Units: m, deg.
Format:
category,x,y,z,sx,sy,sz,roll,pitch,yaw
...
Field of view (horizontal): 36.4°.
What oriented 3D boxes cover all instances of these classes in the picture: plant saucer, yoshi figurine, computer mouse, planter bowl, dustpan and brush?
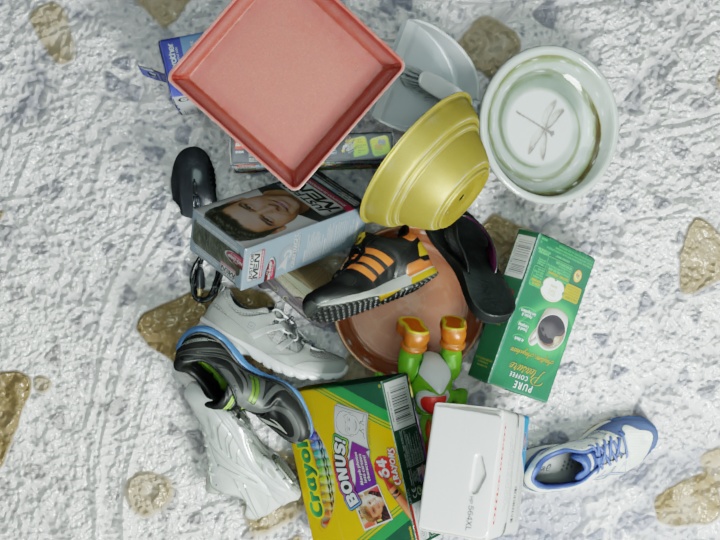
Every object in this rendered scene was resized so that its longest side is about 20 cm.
category,x,y,z,sx,sy,sz,roll,pitch,yaw
plant saucer,0.234,-0.185,1.407,0.199,0.050,0.201,-1,94,-20
yoshi figurine,0.082,0.153,1.370,0.112,0.112,0.201,14,110,35
computer mouse,-0.207,-0.059,1.396,0.058,0.034,0.201,-7,90,-5
planter bowl,0.096,-0.110,1.322,0.083,0.200,0.200,42,87,15
dustpan and brush,0.123,-0.221,1.405,0.200,0.057,0.140,21,89,-33
plant saucer,-0.085,-0.230,1.272,0.200,0.037,0.200,41,90,-9
plant saucer,0.062,0.042,1.415,0.200,0.032,0.201,0,90,-4

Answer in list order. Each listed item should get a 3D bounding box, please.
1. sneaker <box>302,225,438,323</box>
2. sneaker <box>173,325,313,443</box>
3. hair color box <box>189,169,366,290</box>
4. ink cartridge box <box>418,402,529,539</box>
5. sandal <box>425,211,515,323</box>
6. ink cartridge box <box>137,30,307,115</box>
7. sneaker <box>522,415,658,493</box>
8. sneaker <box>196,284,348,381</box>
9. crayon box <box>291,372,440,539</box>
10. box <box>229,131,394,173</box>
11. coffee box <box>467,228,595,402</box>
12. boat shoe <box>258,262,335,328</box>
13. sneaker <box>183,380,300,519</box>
category,x,y,z,sx,sy,sz,roll,pitch,yaw
sneaker,0.000,0.000,1.336,0.200,0.070,0.090,-17,77,-36
sneaker,-0.146,0.152,1.333,0.199,0.083,0.071,39,131,-10
hair color box,-0.096,-0.053,1.319,0.099,0.200,0.061,35,130,32
ink cartridge box,0.138,0.235,1.292,0.084,0.200,0.147,5,81,19
sandal,0.142,-0.024,1.362,0.075,0.048,0.201,-8,52,-26
ink cartridge box,-0.169,-0.248,1.349,0.199,0.136,0.077,-14,89,-4
sneaker,0.296,0.244,1.401,0.199,0.088,0.075,-20,89,-5
sneaker,-0.105,0.081,1.380,0.199,0.075,0.082,21,90,-3
crayon box,-0.001,0.235,1.346,0.172,0.058,0.201,-13,90,40
box,-0.062,-0.147,1.369,0.199,0.110,0.035,-2,90,-3
coffee box,0.218,0.058,1.390,0.123,0.044,0.201,19,88,-40
boat shoe,-0.106,-0.002,1.383,0.200,0.072,0.065,38,118,7
sneaker,-0.169,0.232,1.377,0.099,0.078,0.200,-38,89,4
